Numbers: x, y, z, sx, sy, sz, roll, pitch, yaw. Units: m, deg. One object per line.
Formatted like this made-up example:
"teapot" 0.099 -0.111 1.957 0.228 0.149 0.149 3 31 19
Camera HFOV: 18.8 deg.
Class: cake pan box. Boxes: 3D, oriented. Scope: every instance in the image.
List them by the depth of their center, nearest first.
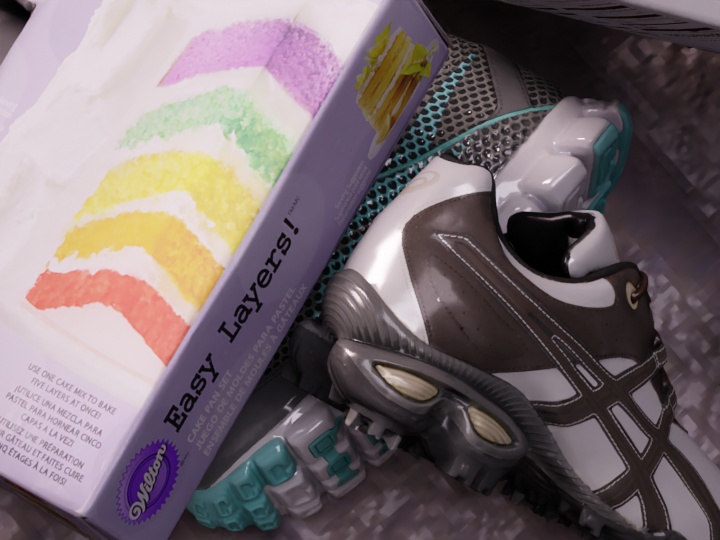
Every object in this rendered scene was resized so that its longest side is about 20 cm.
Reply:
"cake pan box" -0.098 -0.033 0.674 0.199 0.052 0.185 26 77 32

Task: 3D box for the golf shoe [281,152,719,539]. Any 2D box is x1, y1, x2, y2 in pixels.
"golf shoe" 0.073 0.035 0.676 0.200 0.078 0.095 30 85 -40

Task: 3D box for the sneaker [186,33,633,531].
"sneaker" 0.000 0.000 0.730 0.091 0.078 0.200 38 70 19

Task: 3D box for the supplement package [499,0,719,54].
"supplement package" 0.141 -0.159 0.669 0.199 0.147 0.192 12 96 -13
